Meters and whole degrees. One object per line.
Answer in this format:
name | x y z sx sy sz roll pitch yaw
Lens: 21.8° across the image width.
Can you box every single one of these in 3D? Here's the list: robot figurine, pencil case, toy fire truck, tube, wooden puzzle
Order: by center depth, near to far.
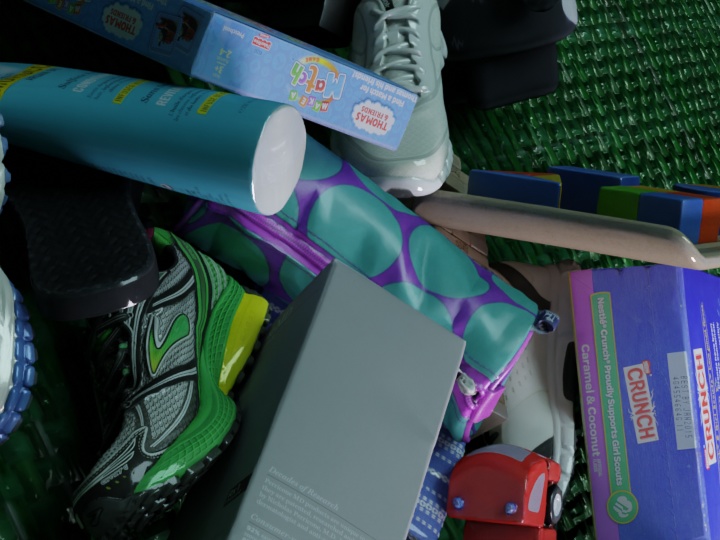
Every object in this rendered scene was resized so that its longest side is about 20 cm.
tube | -0.123 -0.071 0.878 0.077 0.198 0.051 -26 126 -61
toy fire truck | 0.054 0.187 0.945 0.141 0.048 0.203 22 73 -66
pencil case | 0.000 0.000 0.976 0.199 0.085 0.092 35 16 -4
wooden puzzle | 0.156 -0.035 1.115 0.199 0.184 0.047 2 97 -56
robot figurine | 0.080 -0.215 1.279 0.125 0.149 0.202 -34 119 -58

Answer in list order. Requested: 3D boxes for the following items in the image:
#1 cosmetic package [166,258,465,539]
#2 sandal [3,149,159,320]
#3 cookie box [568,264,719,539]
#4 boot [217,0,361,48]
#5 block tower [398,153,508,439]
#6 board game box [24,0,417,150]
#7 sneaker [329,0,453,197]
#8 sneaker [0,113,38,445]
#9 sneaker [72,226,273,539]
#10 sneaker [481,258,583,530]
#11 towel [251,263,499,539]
cosmetic package | -0.029 0.106 0.864 0.090 0.107 0.201 30 45 -14
sandal | -0.129 -0.016 0.877 0.200 0.074 0.045 -111 -172 -61
cookie box | 0.199 0.088 1.179 0.200 0.074 0.173 13 71 -67
boot | -0.041 -0.257 1.137 0.188 0.068 0.203 17 79 -54
block tower | 0.044 0.016 1.128 0.054 0.058 0.202 30 43 -36
board game box | -0.089 -0.123 0.963 0.199 0.037 0.151 26 7 42
sneaker | 0.019 -0.119 1.115 0.201 0.074 0.082 -91 -179 -50
sneaker | -0.200 -0.023 0.805 0.085 0.077 0.202 6 59 -47
sneaker | -0.105 0.054 0.883 0.085 0.078 0.201 39 27 -16
sneaker | 0.092 0.083 1.143 0.079 0.074 0.202 8 58 -4
towel | 0.000 0.043 1.021 0.144 0.024 0.201 29 46 -10
